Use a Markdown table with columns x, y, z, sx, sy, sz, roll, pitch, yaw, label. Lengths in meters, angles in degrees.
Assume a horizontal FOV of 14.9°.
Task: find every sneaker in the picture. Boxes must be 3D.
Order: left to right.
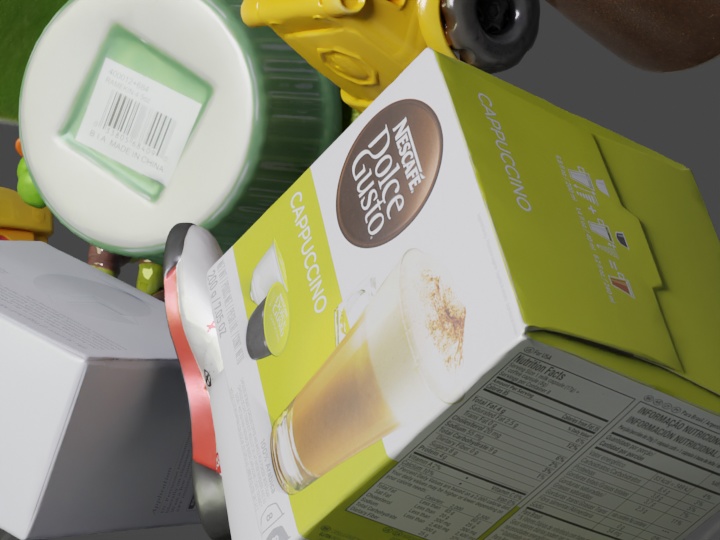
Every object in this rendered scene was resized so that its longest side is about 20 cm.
| x | y | z | sx | sy | sz | roll | pitch | yaw | label |
| --- | --- | --- | --- | --- | --- | --- | --- | --- | --- |
| -0.050 | 0.055 | 1.620 | 0.107 | 0.067 | 0.202 | -16 | 65 | 15 | sneaker |

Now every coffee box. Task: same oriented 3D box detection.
| x | y | z | sx | sy | sz | roll | pitch | yaw | label |
| --- | --- | --- | --- | --- | --- | --- | --- | --- | --- |
| 0.068 | 0.043 | 1.428 | 0.198 | 0.199 | 0.200 | -44 | 43 | 29 | coffee box |

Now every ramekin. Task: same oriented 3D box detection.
| x | y | z | sx | sy | sz | roll | pitch | yaw | label |
| --- | --- | --- | --- | --- | --- | --- | --- | --- | --- |
| -0.121 | -0.098 | 1.758 | 0.199 | 0.098 | 0.201 | 0 | 91 | 24 | ramekin |

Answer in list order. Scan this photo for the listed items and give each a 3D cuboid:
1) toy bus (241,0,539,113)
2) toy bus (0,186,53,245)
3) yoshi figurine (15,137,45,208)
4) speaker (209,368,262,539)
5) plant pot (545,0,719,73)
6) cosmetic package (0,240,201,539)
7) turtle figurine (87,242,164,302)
| x | y | z | sx | sy | sz | roll | pitch | yaw | label |
| --- | --- | --- | --- | --- | --- | --- | --- | --- | --- |
| 0.010 | -0.212 | 1.626 | 0.135 | 0.192 | 0.201 | -1 | 64 | 54 | toy bus |
| -0.315 | 0.044 | 2.003 | 0.200 | 0.135 | 0.193 | -21 | 69 | 42 | toy bus |
| -0.142 | -0.095 | 1.891 | 0.200 | 0.112 | 0.112 | -34 | 86 | 20 | yoshi figurine |
| -0.030 | 0.136 | 1.470 | 0.081 | 0.081 | 0.201 | -44 | 40 | 30 | speaker |
| 0.121 | -0.229 | 1.501 | 0.187 | 0.199 | 0.188 | -27 | 52 | 42 | plant pot |
| -0.203 | 0.070 | 1.707 | 0.199 | 0.200 | 0.123 | 25 | 100 | 29 | cosmetic package |
| -0.169 | 0.057 | 1.847 | 0.200 | 0.064 | 0.162 | -13 | 62 | 49 | turtle figurine |
